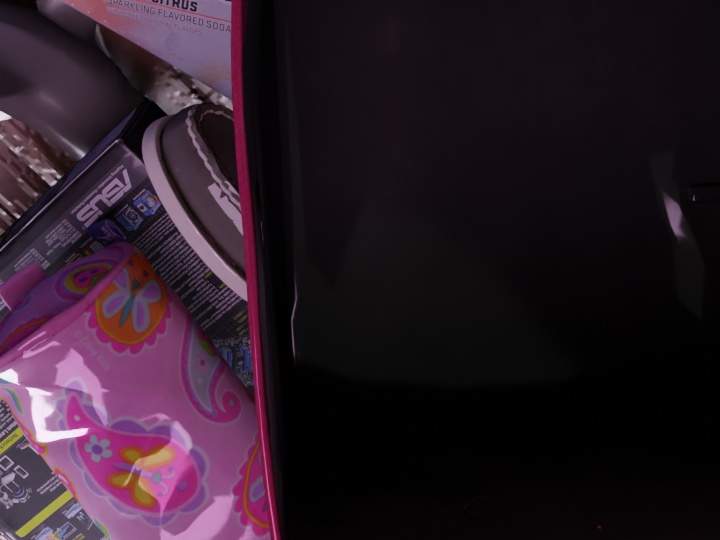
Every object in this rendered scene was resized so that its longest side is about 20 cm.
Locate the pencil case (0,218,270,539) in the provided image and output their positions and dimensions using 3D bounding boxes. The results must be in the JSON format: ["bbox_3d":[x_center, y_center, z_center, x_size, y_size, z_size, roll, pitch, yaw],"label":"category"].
[{"bbox_3d":[-0.074,0.082,0.701,0.087,0.088,0.200,-30,108,20],"label":"pencil case"}]

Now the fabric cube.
[{"bbox_3d":[0.062,-0.024,0.558,0.199,0.199,0.197,-3,96,-3],"label":"fabric cube"}]

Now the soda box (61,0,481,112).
[{"bbox_3d":[-0.045,-0.114,0.688,0.199,0.068,0.064,29,126,-4],"label":"soda box"}]

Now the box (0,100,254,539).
[{"bbox_3d":[-0.106,0.046,0.759,0.160,0.044,0.200,44,118,-14],"label":"box"}]

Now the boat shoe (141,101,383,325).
[{"bbox_3d":[0.001,-0.002,0.692,0.202,0.072,0.060,42,128,-17],"label":"boat shoe"}]

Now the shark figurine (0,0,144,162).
[{"bbox_3d":[-0.186,-0.083,0.727,0.213,0.090,0.129,6,122,-3],"label":"shark figurine"}]
